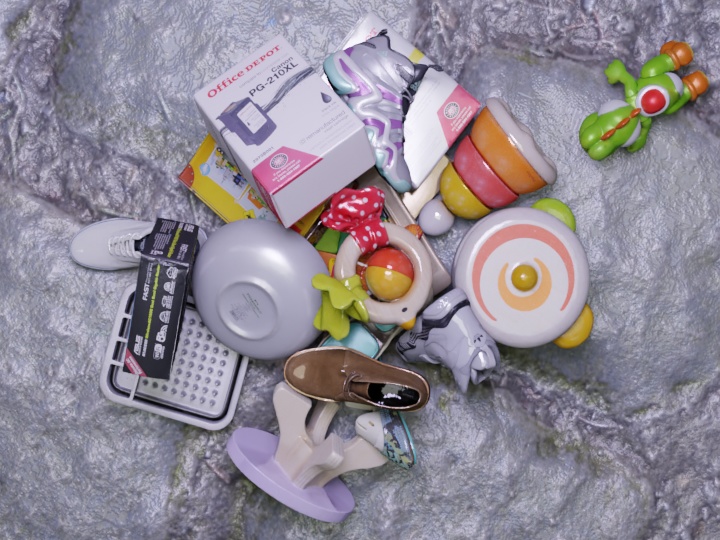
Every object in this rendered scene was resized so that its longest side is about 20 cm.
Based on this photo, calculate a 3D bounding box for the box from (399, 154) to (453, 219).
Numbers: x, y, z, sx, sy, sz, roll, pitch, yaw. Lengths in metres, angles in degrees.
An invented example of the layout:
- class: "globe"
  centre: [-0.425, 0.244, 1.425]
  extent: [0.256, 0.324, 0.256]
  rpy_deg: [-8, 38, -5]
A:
- class: "box"
  centre: [0.013, -0.150, 1.504]
  extent: [0.199, 0.021, 0.164]
  rpy_deg: [42, 92, 1]

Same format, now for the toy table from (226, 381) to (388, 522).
- class: "toy table"
  centre: [-0.067, 0.242, 1.446]
  extent: [0.198, 0.185, 0.118]
  rpy_deg: [29, 107, -26]

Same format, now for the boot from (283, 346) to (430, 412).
- class: "boot"
  centre: [-0.009, 0.141, 1.381]
  extent: [0.196, 0.075, 0.075]
  rpy_deg: [9, 91, 11]

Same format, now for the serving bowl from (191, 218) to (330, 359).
- class: "serving bowl"
  centre: [-0.138, 0.037, 1.407]
  extent: [0.196, 0.066, 0.204]
  rpy_deg: [7, 118, 13]

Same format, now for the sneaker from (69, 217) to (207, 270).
- class: "sneaker"
  centre: [-0.313, -0.039, 1.490]
  extent: [0.196, 0.071, 0.075]
  rpy_deg: [-5, 91, 2]

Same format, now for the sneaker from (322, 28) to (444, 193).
- class: "sneaker"
  centre: [0.053, -0.214, 1.368]
  extent: [0.138, 0.078, 0.202]
  rpy_deg: [-28, 91, 1]

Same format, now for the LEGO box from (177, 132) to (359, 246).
- class: "LEGO box"
  centre: [-0.125, -0.122, 1.454]
  extent: [0.199, 0.077, 0.150]
  rpy_deg: [41, 102, 10]

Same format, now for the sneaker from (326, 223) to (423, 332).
- class: "sneaker"
  centre: [0.000, 0.000, 1.431]
  extent: [0.199, 0.073, 0.078]
  rpy_deg: [-40, 89, 14]

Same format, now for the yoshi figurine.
- class: "yoshi figurine"
  centre: [0.372, -0.223, 1.468]
  extent: [0.199, 0.113, 0.113]
  rpy_deg: [-37, 57, -9]

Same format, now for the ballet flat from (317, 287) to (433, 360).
- class: "ballet flat"
  centre: [0.019, 0.081, 1.448]
  extent: [0.199, 0.069, 0.070]
  rpy_deg: [-38, 90, 6]

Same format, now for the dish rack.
- class: "dish rack"
  centre: [-0.255, 0.119, 1.507]
  extent: [0.196, 0.044, 0.175]
  rpy_deg: [16, 91, 1]

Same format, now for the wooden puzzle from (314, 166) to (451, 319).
- class: "wooden puzzle"
  centre: [0.002, -0.016, 1.482]
  extent: [0.184, 0.037, 0.202]
  rpy_deg: [-34, 91, 14]

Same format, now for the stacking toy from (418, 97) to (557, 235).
- class: "stacking toy"
  centre: [0.155, -0.122, 1.456]
  extent: [0.199, 0.146, 0.147]
  rpy_deg: [-39, 90, 14]

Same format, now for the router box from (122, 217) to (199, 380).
- class: "router box"
  centre: [-0.253, 0.031, 1.368]
  extent: [0.061, 0.200, 0.153]
  rpy_deg: [11, 104, -8]

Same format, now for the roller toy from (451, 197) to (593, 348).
- class: "roller toy"
  centre: [0.215, 0.011, 1.443]
  extent: [0.179, 0.140, 0.204]
  rpy_deg: [-8, 92, 2]

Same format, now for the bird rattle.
- class: "bird rattle"
  centre: [0.014, -0.007, 1.357]
  extent: [0.160, 0.113, 0.203]
  rpy_deg: [20, 63, -10]

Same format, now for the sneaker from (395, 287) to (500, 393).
- class: "sneaker"
  centre: [0.116, 0.110, 1.418]
  extent: [0.074, 0.200, 0.116]
  rpy_deg: [-30, 77, -25]

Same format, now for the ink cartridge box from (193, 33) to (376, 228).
- class: "ink cartridge box"
  centre: [-0.096, -0.177, 1.332]
  extent: [0.144, 0.085, 0.201]
  rpy_deg: [-36, 59, -8]

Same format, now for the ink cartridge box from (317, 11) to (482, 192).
- class: "ink cartridge box"
  centre: [0.043, -0.227, 1.449]
  extent: [0.199, 0.083, 0.146]
  rpy_deg: [40, 90, -1]

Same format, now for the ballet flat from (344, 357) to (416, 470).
- class: "ballet flat"
  centre: [0.015, 0.189, 1.447]
  extent: [0.073, 0.075, 0.202]
  rpy_deg: [-25, 48, 2]
